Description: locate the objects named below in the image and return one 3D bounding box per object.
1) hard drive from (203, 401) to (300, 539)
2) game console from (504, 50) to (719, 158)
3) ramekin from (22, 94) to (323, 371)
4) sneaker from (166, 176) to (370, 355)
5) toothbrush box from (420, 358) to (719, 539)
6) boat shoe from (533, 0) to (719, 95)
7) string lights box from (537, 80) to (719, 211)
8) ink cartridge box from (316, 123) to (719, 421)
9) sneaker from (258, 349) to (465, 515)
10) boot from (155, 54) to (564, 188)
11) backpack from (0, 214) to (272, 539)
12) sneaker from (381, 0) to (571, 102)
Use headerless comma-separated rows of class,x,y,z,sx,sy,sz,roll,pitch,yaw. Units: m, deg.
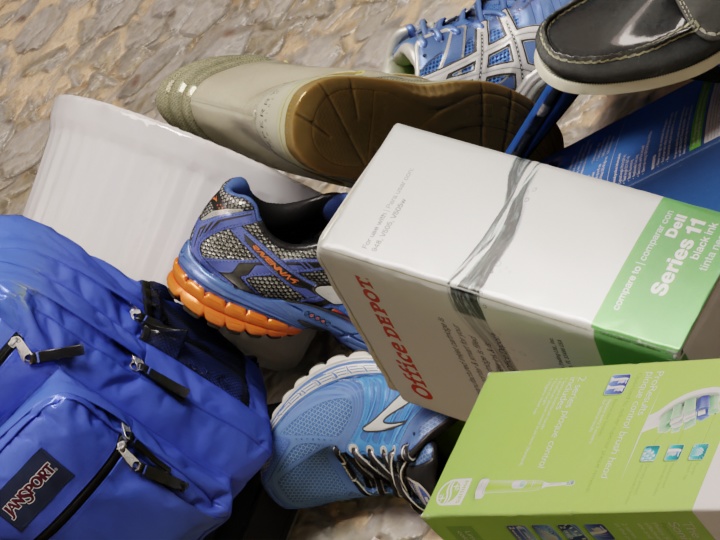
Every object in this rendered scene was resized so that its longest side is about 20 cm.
hard drive,-0.119,0.148,1.623,0.200,0.033,0.140,-13,43,40
game console,0.174,-0.117,1.524,0.170,0.119,0.200,10,36,24
ramekin,-0.102,-0.017,1.643,0.200,0.200,0.098,14,80,54
sneaker,0.000,0.000,1.528,0.075,0.200,0.079,-115,37,-59
toothbrush box,0.152,0.115,1.247,0.200,0.146,0.086,-5,48,47
boat shoe,0.176,-0.145,1.392,0.200,0.068,0.072,-19,48,0
string lights box,0.154,-0.043,1.488,0.200,0.059,0.103,-27,20,26
ink cartridge box,0.097,0.022,1.359,0.200,0.147,0.083,17,64,30
sneaker,0.026,0.089,1.485,0.200,0.079,0.089,-22,36,32
boot,0.001,-0.080,1.605,0.155,0.200,0.072,13,95,52
backpack,-0.162,0.074,1.495,0.163,0.200,0.168,-47,19,12
sneaker,0.067,-0.124,1.687,0.200,0.077,0.076,-47,30,-8
